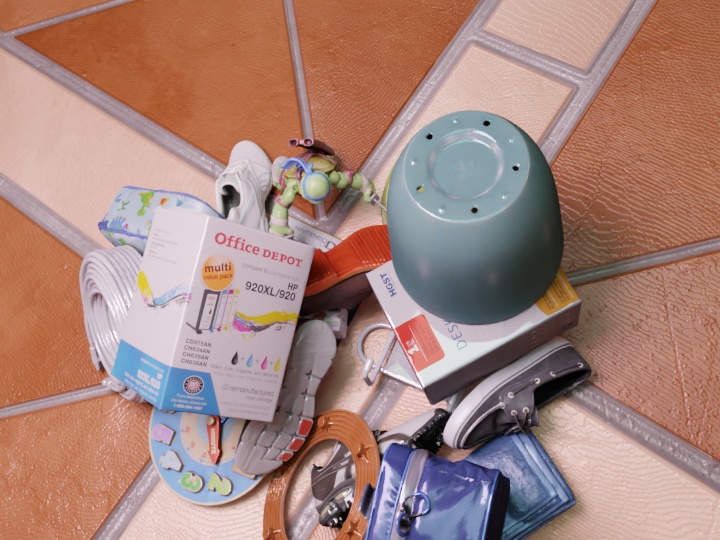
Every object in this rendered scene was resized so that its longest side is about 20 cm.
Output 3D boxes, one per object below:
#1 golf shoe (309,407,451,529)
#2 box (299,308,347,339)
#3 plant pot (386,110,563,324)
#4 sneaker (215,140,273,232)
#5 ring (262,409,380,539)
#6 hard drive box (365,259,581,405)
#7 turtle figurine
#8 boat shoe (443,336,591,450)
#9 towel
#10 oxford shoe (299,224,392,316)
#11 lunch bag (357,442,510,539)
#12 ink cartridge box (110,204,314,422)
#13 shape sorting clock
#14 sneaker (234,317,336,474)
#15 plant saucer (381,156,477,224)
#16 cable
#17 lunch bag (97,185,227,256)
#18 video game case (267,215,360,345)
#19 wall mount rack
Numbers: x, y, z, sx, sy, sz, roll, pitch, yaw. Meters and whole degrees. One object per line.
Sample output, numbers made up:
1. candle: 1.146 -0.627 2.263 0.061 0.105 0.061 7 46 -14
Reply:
1. golf shoe: 0.016 0.212 0.876 0.199 0.078 0.095 -40 52 6
2. box: -0.114 0.065 0.975 0.195 0.042 0.040 0 67 12
3. plant pot: 0.116 -0.068 0.778 0.196 0.162 0.205 -5 65 10
4. sneaker: -0.168 -0.122 1.063 0.069 0.081 0.203 -18 51 15
5. ring: -0.053 0.256 0.854 0.199 0.019 0.204 -31 44 35
6. hard drive box: 0.129 0.034 0.863 0.197 0.077 0.158 -29 63 -1
7. turtle figurine: -0.055 -0.088 1.009 0.144 0.199 0.195 -46 24 9
8. boat shoe: 0.187 0.153 0.862 0.198 0.071 0.066 -29 46 -22
9. towel: 0.135 0.270 0.850 0.198 0.049 0.113 -33 63 -2
10. oxford shoe: 0.000 0.000 0.925 0.196 0.073 0.072 -17 45 -9
11. lunch bag: 0.068 0.252 0.735 0.129 0.200 0.139 10 73 19
12. ink cartridge box: -0.165 0.046 0.838 0.143 0.145 0.205 12 87 52
13. shape sorting clock: -0.186 0.195 0.956 0.195 0.039 0.205 -5 69 12
14. sneaker: -0.096 0.150 0.910 0.203 0.076 0.082 -61 30 -4
15. plant saucer: 0.099 -0.100 0.983 0.197 0.031 0.205 -12 71 37
16. cable: -0.298 0.070 0.956 0.068 0.205 0.198 -18 22 -33
17. lunch bag: -0.239 -0.033 0.994 0.197 0.161 0.084 11 65 36
18. video game case: -0.092 0.035 1.018 0.178 0.026 0.202 24 74 21
19. wall mount rack: 0.091 0.082 0.929 0.196 0.075 0.176 19 69 19
